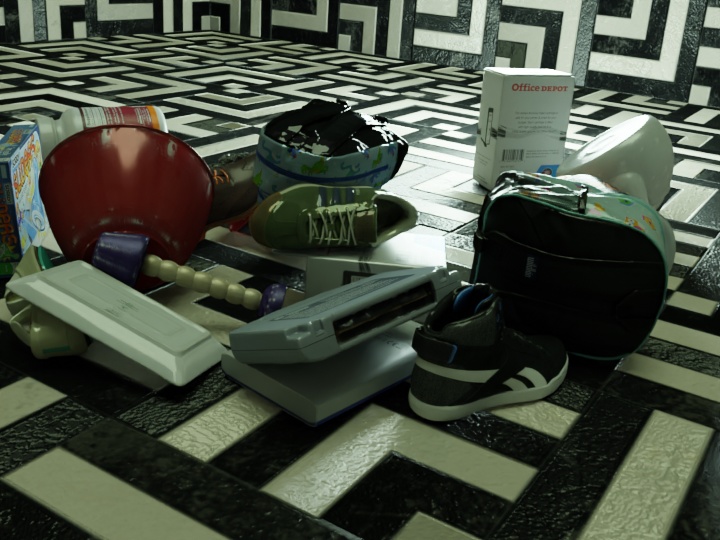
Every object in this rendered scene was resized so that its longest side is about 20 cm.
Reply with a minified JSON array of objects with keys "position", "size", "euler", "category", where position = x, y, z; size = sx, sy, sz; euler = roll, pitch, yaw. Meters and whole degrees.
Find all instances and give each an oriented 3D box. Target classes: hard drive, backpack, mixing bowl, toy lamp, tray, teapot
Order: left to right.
[{"position":[-0.226,0.041,0.805],"size":[0.197,0.023,0.107],"euler":[27,18,10],"category":"tray"},{"position":[-0.258,-0.050,0.936],"size":[0.195,0.202,0.110],"euler":[-1,49,-14],"category":"mixing bowl"},{"position":[-0.177,0.010,0.872],"size":[0.196,0.059,0.058],"euler":[20,19,-10],"category":"toy lamp"},{"position":[-0.051,-0.136,1.051],"size":[0.161,0.156,0.200],"euler":[26,14,12],"category":"backpack"},{"position":[-0.019,0.083,0.826],"size":[0.130,0.026,0.198],"euler":[21,27,37],"category":"hard drive"},{"position":[0.224,-0.006,0.896],"size":[0.196,0.179,0.153],"euler":[16,27,17],"category":"backpack"},{"position":[0.411,-0.137,1.319],"size":[0.199,0.148,0.196],"euler":[-38,10,-27],"category":"teapot"}]

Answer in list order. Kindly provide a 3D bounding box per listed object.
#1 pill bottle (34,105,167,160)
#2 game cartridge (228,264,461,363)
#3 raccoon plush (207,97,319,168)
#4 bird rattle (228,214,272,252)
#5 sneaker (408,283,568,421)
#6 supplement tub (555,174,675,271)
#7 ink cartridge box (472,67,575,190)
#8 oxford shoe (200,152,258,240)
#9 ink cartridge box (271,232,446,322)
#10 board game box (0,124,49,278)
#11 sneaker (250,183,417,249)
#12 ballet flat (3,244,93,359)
[{"position":[-0.419,-0.206,1.368],"size":[0.196,0.116,0.113],"euler":[-7,24,-26],"category":"pill bottle"},{"position":[-0.016,0.040,0.779],"size":[0.198,0.042,0.132],"euler":[-21,4,-38],"category":"game cartridge"},{"position":[-0.144,-0.188,1.276],"size":[0.132,0.203,0.097],"euler":[28,8,7],"category":"raccoon plush"},{"position":[-0.098,-0.085,1.149],"size":[0.195,0.114,0.164],"euler":[-5,39,-15],"category":"bird rattle"},{"position":[0.133,0.063,0.787],"size":[0.197,0.114,0.073],"euler":[-13,27,-37],"category":"sneaker"},{"position":[0.306,-0.050,1.095],"size":[0.120,0.125,0.200],"euler":[-2,22,-15],"category":"supplement tub"},{"position":[0.287,-0.252,1.496],"size":[0.143,0.205,0.084],"euler":[-3,22,-19],"category":"ink cartridge box"},{"position":[-0.186,-0.101,1.092],"size":[0.199,0.073,0.071],"euler":[-38,61,-18],"category":"oxford shoe"},{"position":[0.000,0.000,0.984],"size":[0.195,0.068,0.116],"euler":[6,21,4],"category":"ink cartridge box"},{"position":[-0.422,-0.092,1.042],"size":[0.034,0.138,0.201],"euler":[-4,23,-10],"category":"board game box"},{"position":[-0.019,-0.059,0.938],"size":[0.198,0.069,0.089],"euler":[-12,21,-42],"category":"sneaker"},{"position":[-0.328,0.032,0.855],"size":[0.068,0.071,0.199],"euler":[-8,25,-29],"category":"ballet flat"}]
